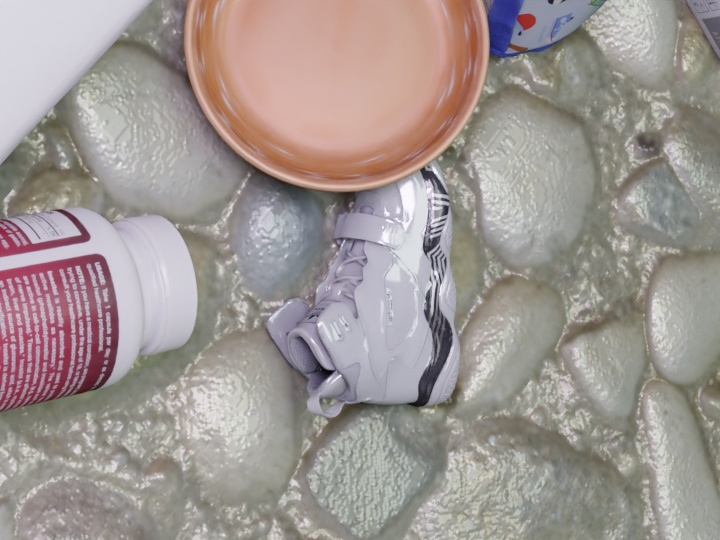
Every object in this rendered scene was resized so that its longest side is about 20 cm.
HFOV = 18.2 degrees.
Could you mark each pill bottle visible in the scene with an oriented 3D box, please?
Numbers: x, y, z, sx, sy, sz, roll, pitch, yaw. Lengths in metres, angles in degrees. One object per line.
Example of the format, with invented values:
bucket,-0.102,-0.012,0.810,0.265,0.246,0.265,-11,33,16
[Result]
pill bottle,-0.203,0.025,1.337,0.200,0.113,0.113,-11,94,-32

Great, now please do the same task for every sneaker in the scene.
sneaker,0.000,0.000,1.491,0.115,0.075,0.201,-11,97,-35

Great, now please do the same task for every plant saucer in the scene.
plant saucer,-0.016,-0.148,1.467,0.199,0.037,0.201,1,81,-6

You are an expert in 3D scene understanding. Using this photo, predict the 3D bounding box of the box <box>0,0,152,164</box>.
box,-0.263,-0.157,1.251,0.199,0.171,0.200,-48,114,-12

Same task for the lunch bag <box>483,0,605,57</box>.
lunch bag,0.151,-0.256,1.533,0.124,0.170,0.200,35,68,8

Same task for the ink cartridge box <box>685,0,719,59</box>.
ink cartridge box,0.318,-0.268,1.726,0.200,0.047,0.160,-44,111,-25
